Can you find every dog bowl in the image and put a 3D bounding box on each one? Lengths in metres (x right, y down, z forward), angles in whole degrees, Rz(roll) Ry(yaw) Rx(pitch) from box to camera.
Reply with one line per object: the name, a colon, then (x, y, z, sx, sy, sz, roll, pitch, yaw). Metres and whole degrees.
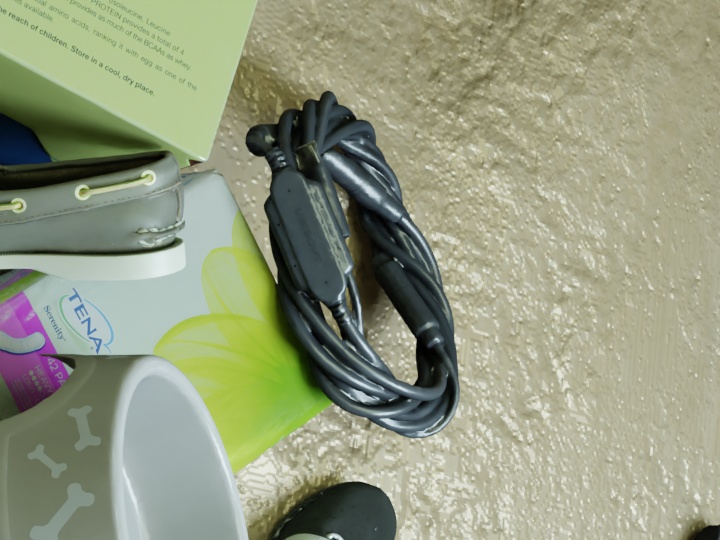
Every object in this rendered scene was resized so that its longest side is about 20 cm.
dog bowl: (-0.103, 0.130, 1.004, 0.200, 0.059, 0.200, -13, 90, -77)

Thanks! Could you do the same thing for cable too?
cable: (0.000, 0.000, 1.229, 0.200, 0.051, 0.163, 65, 20, -3)

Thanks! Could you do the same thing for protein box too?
protein box: (-0.163, -0.173, 1.113, 0.198, 0.135, 0.200, 28, 67, -30)

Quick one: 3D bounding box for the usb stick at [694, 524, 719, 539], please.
usb stick: (0.281, 0.247, 1.446, 0.200, 0.033, 0.055, 47, 51, -21)

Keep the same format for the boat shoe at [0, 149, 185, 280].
boat shoe: (-0.186, -0.031, 1.067, 0.202, 0.072, 0.060, 1, 103, -3)

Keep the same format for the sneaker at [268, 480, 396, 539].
sneaker: (-0.028, 0.190, 1.187, 0.074, 0.088, 0.200, 53, 55, -16)

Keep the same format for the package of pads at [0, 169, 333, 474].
package of pads: (-0.125, 0.051, 1.147, 0.200, 0.068, 0.155, -34, 104, -37)
